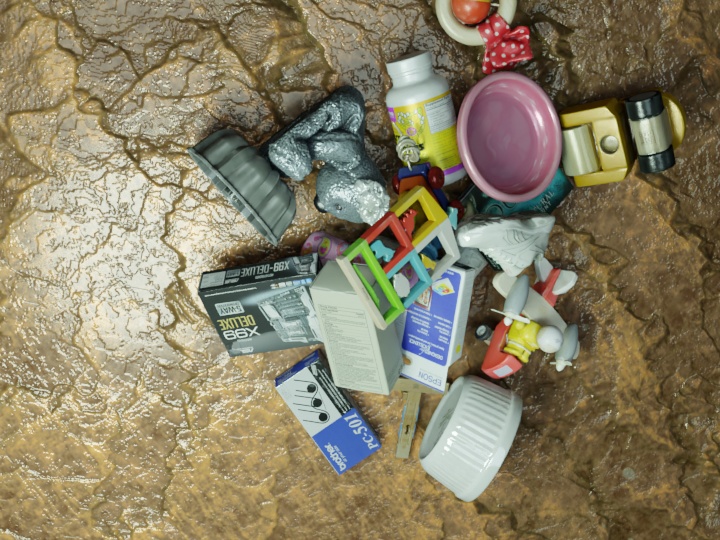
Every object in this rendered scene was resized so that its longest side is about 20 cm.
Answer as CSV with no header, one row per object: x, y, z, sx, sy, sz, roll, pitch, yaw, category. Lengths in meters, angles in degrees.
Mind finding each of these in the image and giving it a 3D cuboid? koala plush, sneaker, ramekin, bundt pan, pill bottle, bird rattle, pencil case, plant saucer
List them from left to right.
-0.171,-0.136,1.463,0.076,0.202,0.202,-44,106,-6,bundt pan
-0.029,-0.159,1.486,0.183,0.177,0.201,-38,103,-7,koala plush
0.000,0.000,1.523,0.197,0.087,0.089,18,106,26,pencil case
0.100,-0.237,1.511,0.102,0.104,0.204,-17,106,-2,pill bottle
0.172,0.006,1.586,0.074,0.100,0.201,36,100,-26,sneaker
0.179,0.273,1.613,0.104,0.200,0.202,29,100,-3,ramekin
0.197,-0.413,1.501,0.159,0.113,0.204,8,117,3,bird rattle
0.227,-0.207,1.506,0.197,0.051,0.205,1,88,-29,plant saucer
0.227,-0.038,1.491,0.197,0.077,0.102,-5,102,-34,sneaker

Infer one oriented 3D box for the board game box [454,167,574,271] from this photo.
0.246,-0.118,1.564,0.200,0.028,0.136,-47,107,-16,board game box

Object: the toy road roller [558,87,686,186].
0.430,-0.227,1.564,0.197,0.146,0.125,-7,111,34,toy road roller

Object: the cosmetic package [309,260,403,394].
-0.003,0.089,1.482,0.103,0.071,0.203,8,130,24,cosmetic package

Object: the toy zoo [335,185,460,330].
0.068,-0.029,1.394,0.200,0.020,0.132,-43,118,-18,toy zoo

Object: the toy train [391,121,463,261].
0.074,-0.108,1.440,0.083,0.117,0.201,-7,134,35,toy train

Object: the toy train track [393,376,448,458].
0.088,0.232,1.674,0.112,0.033,0.204,6,111,-8,toy train track

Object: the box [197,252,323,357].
-0.141,0.058,1.531,0.196,0.050,0.159,-9,133,11,box

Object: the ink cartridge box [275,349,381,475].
-0.055,0.244,1.650,0.093,0.044,0.202,-33,107,4,ink cartridge box

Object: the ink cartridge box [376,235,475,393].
0.085,0.068,1.558,0.047,0.195,0.204,-12,116,-49,ink cartridge box

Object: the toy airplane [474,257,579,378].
0.299,0.082,1.601,0.196,0.141,0.203,-10,118,-23,toy airplane
